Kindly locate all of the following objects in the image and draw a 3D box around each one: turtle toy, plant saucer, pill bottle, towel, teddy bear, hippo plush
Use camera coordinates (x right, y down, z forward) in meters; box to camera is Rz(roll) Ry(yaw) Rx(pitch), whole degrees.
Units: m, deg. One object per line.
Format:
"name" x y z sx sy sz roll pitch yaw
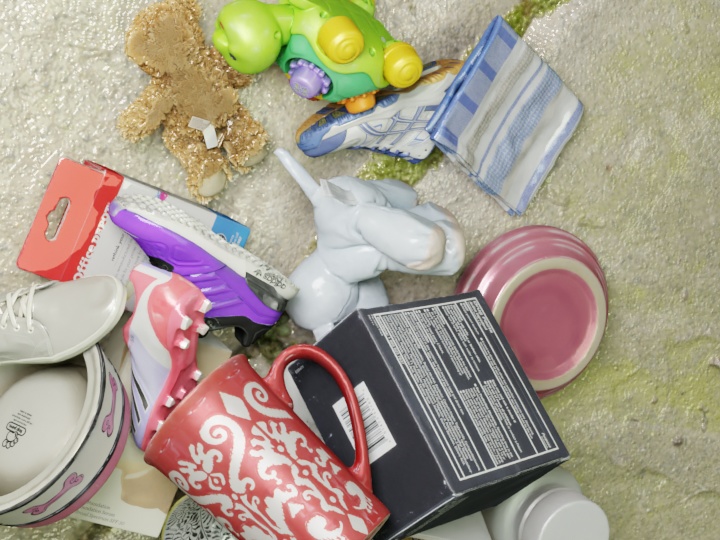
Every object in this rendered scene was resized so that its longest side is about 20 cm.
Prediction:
"turtle toy" -0.045 -0.213 1.367 0.199 0.146 0.101 14 122 -40
"plant saucer" 0.194 0.053 1.606 0.200 0.051 0.202 -7 107 -25
"pill bottle" 0.172 0.249 1.563 0.114 0.200 0.115 -7 107 -24
"towel" 0.153 -0.154 1.507 0.200 0.024 0.147 35 85 -50
"teddy bear" -0.159 -0.160 1.373 0.145 0.067 0.200 -50 124 -5
"hippo plush" 0.000 0.000 1.435 0.199 0.159 0.161 10 112 -46

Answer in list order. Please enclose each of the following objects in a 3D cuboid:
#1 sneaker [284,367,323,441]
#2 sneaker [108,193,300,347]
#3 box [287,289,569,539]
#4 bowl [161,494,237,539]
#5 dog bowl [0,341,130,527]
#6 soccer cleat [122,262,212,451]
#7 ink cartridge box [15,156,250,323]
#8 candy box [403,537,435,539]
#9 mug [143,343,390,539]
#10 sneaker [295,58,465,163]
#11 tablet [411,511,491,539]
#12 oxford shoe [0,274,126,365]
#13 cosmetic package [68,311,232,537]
"sneaker" -0.030 0.183 1.511 0.075 0.088 0.201 -19 111 -19
"sneaker" -0.155 0.010 1.337 0.200 0.070 0.100 31 94 -28
"box" 0.068 0.140 1.432 0.198 0.123 0.201 -7 64 -48
"bowl" -0.091 0.268 1.483 0.201 0.200 0.094 67 30 -24
"dog bowl" -0.294 0.141 1.320 0.200 0.200 0.074 -48 138 -7
"soccer cleat" -0.185 0.081 1.328 0.067 0.076 0.201 -37 153 -44
"ink cartridge box" -0.219 -0.027 1.374 0.199 0.067 0.117 22 93 -29
"candy box" 0.043 0.303 1.510 0.055 0.200 0.116 18 101 -30
"mug" -0.068 0.176 1.323 0.200 0.133 0.178 43 108 10
"sneaker" 0.033 -0.140 1.461 0.199 0.075 0.089 -22 113 -18
"tablet" 0.059 0.200 1.506 0.130 0.200 0.014 17 123 -28
"oxford shoe" -0.298 0.044 1.300 0.058 0.199 0.076 49 35 -49
"cosmetic package" -0.213 0.146 1.422 0.105 0.071 0.201 18 96 -29
